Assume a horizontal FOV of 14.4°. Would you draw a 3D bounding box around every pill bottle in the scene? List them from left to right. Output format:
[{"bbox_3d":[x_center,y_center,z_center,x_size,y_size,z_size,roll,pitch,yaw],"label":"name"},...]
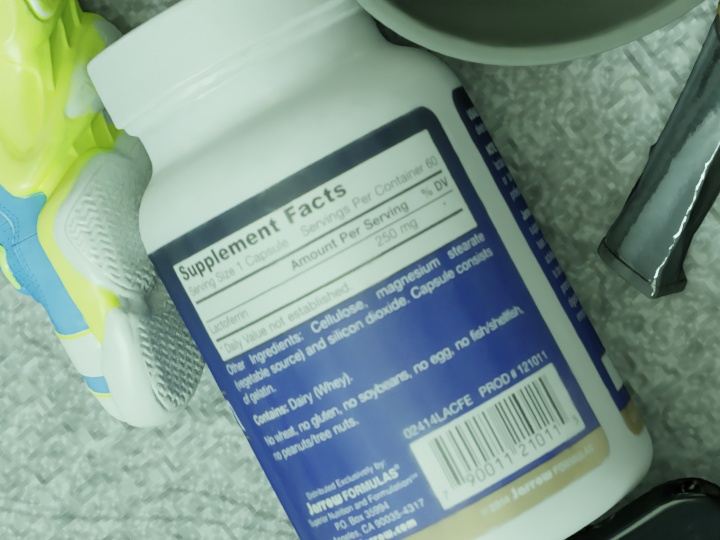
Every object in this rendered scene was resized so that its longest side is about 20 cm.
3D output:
[{"bbox_3d":[0.000,0.000,0.902,0.115,0.116,0.201,-27,91,13],"label":"pill bottle"}]

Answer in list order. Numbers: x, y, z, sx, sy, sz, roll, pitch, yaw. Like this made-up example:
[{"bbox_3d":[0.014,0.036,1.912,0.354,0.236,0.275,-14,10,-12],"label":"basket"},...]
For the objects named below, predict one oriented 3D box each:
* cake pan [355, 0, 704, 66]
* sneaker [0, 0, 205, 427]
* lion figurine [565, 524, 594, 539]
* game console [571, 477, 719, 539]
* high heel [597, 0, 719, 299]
[{"bbox_3d":[0.063,-0.159,0.853,0.199,0.037,0.201,-14,126,-21],"label":"cake pan"},{"bbox_3d":[-0.121,-0.037,0.952,0.105,0.076,0.201,-18,87,25],"label":"sneaker"},{"bbox_3d":[0.030,0.171,0.943,0.199,0.073,0.123,-18,106,8],"label":"lion figurine"},{"bbox_3d":[0.094,0.197,0.874,0.176,0.117,0.200,-33,117,12],"label":"game console"},{"bbox_3d":[0.184,-0.015,0.880,0.200,0.071,0.143,32,112,14],"label":"high heel"}]
